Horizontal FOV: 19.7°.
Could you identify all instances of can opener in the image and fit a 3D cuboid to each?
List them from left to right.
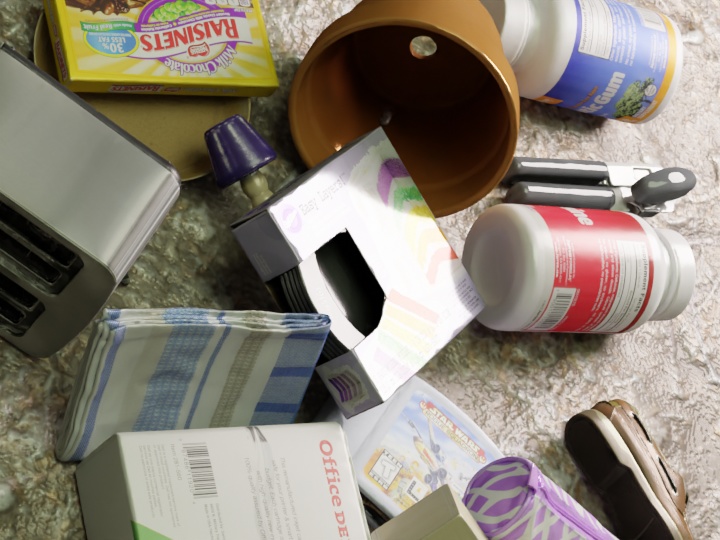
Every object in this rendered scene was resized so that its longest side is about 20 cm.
[{"bbox_3d":[0.227,-0.086,1.949,0.199,0.067,0.054,1,64,-33],"label":"can opener"}]

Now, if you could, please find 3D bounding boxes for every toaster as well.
[{"bbox_3d":[-0.244,-0.044,1.550,0.200,0.181,0.119,36,55,-11],"label":"toaster"}]

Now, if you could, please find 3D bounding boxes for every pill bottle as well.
[{"bbox_3d":[0.197,-0.211,1.967,0.199,0.112,0.113,10,61,-28],"label":"pill bottle"},{"bbox_3d":[0.199,0.000,1.856,0.199,0.112,0.113,3,65,-33],"label":"pill bottle"}]

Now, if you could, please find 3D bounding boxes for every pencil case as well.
[{"bbox_3d":[0.169,0.229,1.704,0.200,0.085,0.084,37,51,-33],"label":"pencil case"}]

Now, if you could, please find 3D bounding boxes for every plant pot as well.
[{"bbox_3d":[-0.186,-0.160,1.745,0.199,0.027,0.201,14,59,-26],"label":"plant pot"},{"bbox_3d":[0.047,-0.165,1.805,0.200,0.200,0.140,34,36,-14],"label":"plant pot"}]

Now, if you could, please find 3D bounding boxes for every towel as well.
[{"bbox_3d":[-0.127,0.089,1.579,0.199,0.147,0.024,1,38,-31],"label":"towel"}]

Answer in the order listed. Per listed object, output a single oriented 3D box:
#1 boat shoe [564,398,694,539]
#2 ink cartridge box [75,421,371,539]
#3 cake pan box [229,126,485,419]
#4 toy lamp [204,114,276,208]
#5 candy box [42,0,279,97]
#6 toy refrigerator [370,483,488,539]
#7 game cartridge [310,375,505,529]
[{"bbox_3d":[0.259,0.202,1.814,0.068,0.072,0.201,-19,77,-37],"label":"boat shoe"},{"bbox_3d":[-0.100,0.199,1.574,0.199,0.084,0.147,1,66,-33],"label":"ink cartridge box"},{"bbox_3d":[0.000,0.000,1.696,0.185,0.052,0.200,58,39,-4],"label":"cake pan box"},{"bbox_3d":[-0.067,-0.036,1.721,0.058,0.058,0.201,-34,96,-40],"label":"toy lamp"},{"bbox_3d":[-0.167,-0.198,1.743,0.199,0.026,0.103,-2,71,-34],"label":"candy box"},{"bbox_3d":[0.095,0.271,1.626,0.200,0.076,0.070,55,4,-18],"label":"toy refrigerator"},{"bbox_3d":[0.051,0.168,1.722,0.200,0.042,0.133,42,55,-7],"label":"game cartridge"}]
